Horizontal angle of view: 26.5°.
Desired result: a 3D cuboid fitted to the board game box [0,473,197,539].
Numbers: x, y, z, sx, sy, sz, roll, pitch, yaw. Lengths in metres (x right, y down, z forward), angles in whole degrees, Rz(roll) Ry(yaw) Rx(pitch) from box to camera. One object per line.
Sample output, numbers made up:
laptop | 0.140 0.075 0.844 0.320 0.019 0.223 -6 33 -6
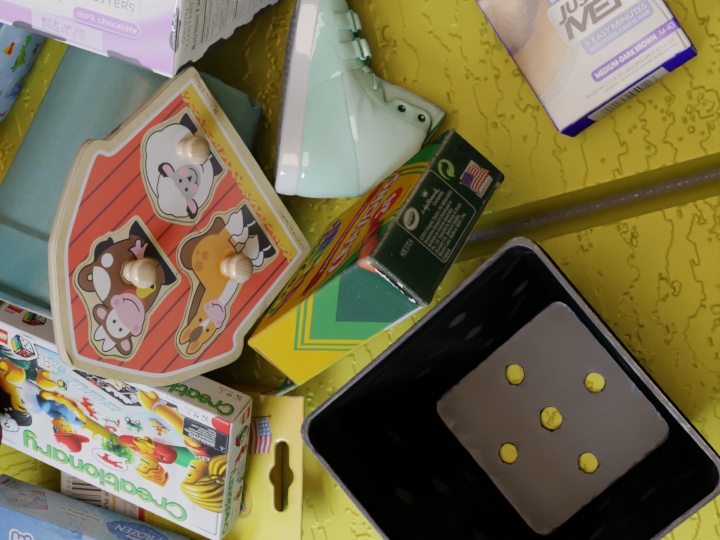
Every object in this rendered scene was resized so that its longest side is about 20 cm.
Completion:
board game box | -0.204 0.277 1.174 0.199 0.043 0.200 15 115 17

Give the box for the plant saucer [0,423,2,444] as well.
plant saucer | -0.355 0.081 1.164 0.200 0.037 0.200 -28 73 30

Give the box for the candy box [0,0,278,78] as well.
candy box | -0.156 -0.225 1.086 0.168 0.200 0.072 20 125 15

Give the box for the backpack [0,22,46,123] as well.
backpack | -0.314 -0.183 1.172 0.154 0.163 0.200 14 89 7

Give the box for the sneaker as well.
sneaker | 0.004 -0.146 1.122 0.118 0.074 0.201 7 79 -8

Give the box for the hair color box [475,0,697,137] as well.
hair color box | 0.137 -0.207 1.075 0.109 0.065 0.200 -34 81 16

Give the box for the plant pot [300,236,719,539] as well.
plant pot | 0.116 0.112 1.033 0.200 0.177 0.200 -42 80 14

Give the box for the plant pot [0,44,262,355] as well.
plant pot | -0.173 -0.057 1.115 0.200 0.200 0.196 21 90 15

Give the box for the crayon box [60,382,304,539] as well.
crayon box | -0.131 0.150 1.173 0.200 0.051 0.127 3 93 17

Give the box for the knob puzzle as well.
knob puzzle | -0.127 -0.008 1.026 0.030 0.220 0.220 10 95 45

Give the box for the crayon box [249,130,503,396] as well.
crayon box | 0.000 0.000 1.032 0.051 0.127 0.200 40 143 -10

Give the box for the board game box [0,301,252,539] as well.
board game box | -0.177 0.108 1.112 0.200 0.035 0.126 22 131 15
